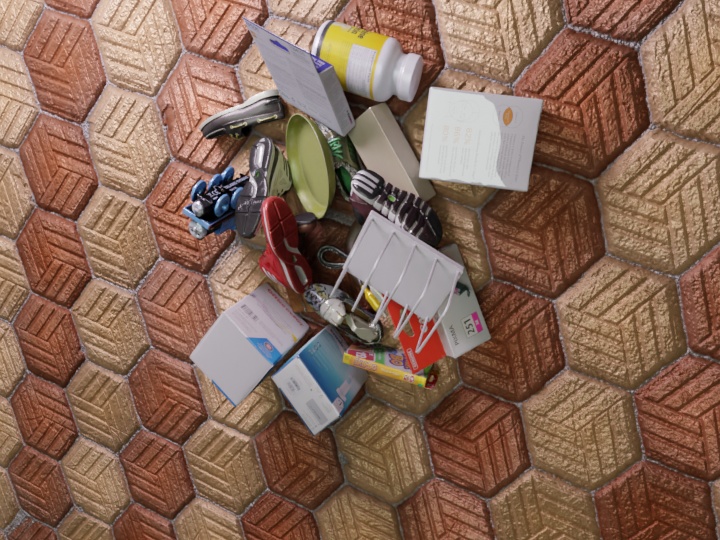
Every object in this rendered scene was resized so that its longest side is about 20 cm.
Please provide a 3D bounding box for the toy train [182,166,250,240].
[{"bbox_3d":[-0.284,-0.133,1.214,0.085,0.200,0.117,28,121,8],"label":"toy train"}]

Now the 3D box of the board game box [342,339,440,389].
[{"bbox_3d":[0.068,0.192,1.226,0.194,0.095,0.031,18,108,13],"label":"board game box"}]

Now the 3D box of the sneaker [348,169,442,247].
[{"bbox_3d":[0.060,-0.101,1.116,0.198,0.076,0.116,38,154,1],"label":"sneaker"}]

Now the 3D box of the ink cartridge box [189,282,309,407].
[{"bbox_3d":[-0.230,0.152,1.259,0.147,0.200,0.145,44,114,3],"label":"ink cartridge box"}]

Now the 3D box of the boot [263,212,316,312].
[{"bbox_3d":[-0.123,-0.008,1.224,0.185,0.068,0.206,-12,99,47],"label":"boot"}]

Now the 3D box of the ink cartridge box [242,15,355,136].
[{"bbox_3d":[-0.108,-0.361,1.075,0.043,0.202,0.195,-44,58,-12],"label":"ink cartridge box"}]

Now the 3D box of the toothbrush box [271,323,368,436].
[{"bbox_3d":[-0.077,0.219,1.225,0.085,0.200,0.148,-36,92,23],"label":"toothbrush box"}]

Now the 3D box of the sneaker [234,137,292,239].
[{"bbox_3d":[-0.183,-0.151,1.200,0.073,0.115,0.208,5,77,29],"label":"sneaker"}]

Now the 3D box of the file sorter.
[{"bbox_3d":[0.059,0.025,1.046,0.196,0.125,0.141,31,128,1],"label":"file sorter"}]

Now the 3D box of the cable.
[{"bbox_3d":[0.000,0.000,1.188,0.197,0.050,0.099,35,113,8],"label":"cable"}]

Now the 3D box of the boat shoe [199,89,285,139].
[{"bbox_3d":[-0.247,-0.308,1.222,0.196,0.072,0.062,-19,97,21],"label":"boat shoe"}]

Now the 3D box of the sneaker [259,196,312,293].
[{"bbox_3d":[-0.175,-0.048,1.158,0.113,0.078,0.206,7,123,39],"label":"sneaker"}]

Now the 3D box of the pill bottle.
[{"bbox_3d":[0.013,-0.383,1.096,0.194,0.112,0.116,20,109,12],"label":"pill bottle"}]

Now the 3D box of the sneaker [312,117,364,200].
[{"bbox_3d":[-0.041,-0.224,1.165,0.075,0.089,0.205,-26,94,21],"label":"sneaker"}]

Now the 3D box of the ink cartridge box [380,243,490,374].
[{"bbox_3d":[0.145,0.076,1.153,0.170,0.043,0.206,-24,97,-17],"label":"ink cartridge box"}]

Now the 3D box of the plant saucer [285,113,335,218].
[{"bbox_3d":[-0.095,-0.207,1.163,0.200,0.030,0.206,44,143,47],"label":"plant saucer"}]

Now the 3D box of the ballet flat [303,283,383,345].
[{"bbox_3d":[-0.028,0.093,1.206,0.197,0.073,0.072,32,113,-22],"label":"ballet flat"}]

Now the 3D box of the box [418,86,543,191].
[{"bbox_3d":[0.209,-0.236,1.053,0.193,0.107,0.158,8,105,5],"label":"box"}]

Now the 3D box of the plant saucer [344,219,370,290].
[{"bbox_3d":[0.053,-0.029,1.210,0.193,0.037,0.208,5,105,18],"label":"plant saucer"}]

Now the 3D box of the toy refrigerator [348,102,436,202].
[{"bbox_3d":[0.060,-0.211,1.140,0.075,0.070,0.204,-28,94,40],"label":"toy refrigerator"}]
